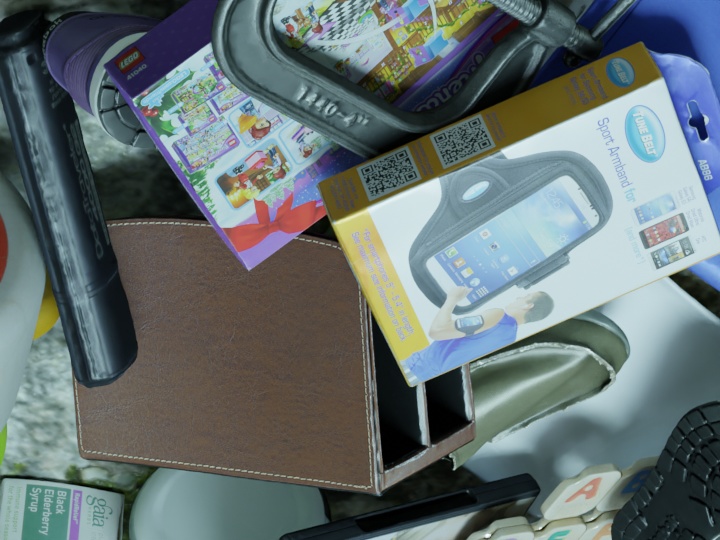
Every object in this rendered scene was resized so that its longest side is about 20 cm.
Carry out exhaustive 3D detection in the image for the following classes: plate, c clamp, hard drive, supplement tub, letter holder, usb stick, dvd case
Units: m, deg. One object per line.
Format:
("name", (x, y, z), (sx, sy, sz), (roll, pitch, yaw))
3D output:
("plate", (0.118, 0.053, 1.732), (0.200, 0.032, 0.200), (-30, 130, 30))
("c clamp", (0.033, -0.127, 1.435), (0.200, 0.027, 0.171), (20, 116, -33))
("hard drive", (0.180, -0.073, 1.532), (0.200, 0.025, 0.132), (34, 100, -23))
("supplement tub", (-0.078, 0.208, 1.842), (0.122, 0.123, 0.200), (0, 138, -1))
("letter holder", (-0.052, 0.030, 1.616), (0.200, 0.101, 0.142), (4, 107, 33))
("usb stick", (-0.154, -0.035, 1.555), (0.033, 0.055, 0.200), (-7, 111, 16))
("dvd case", (0.004, 0.187, 1.760), (0.200, 0.018, 0.143), (-10, 143, -41))

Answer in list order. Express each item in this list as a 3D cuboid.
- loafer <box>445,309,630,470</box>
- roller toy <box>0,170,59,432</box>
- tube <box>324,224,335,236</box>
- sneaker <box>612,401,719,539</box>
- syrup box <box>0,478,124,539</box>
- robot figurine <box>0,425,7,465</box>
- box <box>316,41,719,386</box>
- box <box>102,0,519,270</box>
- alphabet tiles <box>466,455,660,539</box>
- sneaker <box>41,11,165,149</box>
("loafer", (0.061, 0.079, 1.685), (0.200, 0.070, 0.075), (-22, 134, 24))
("roller toy", (-0.264, 0.022, 1.584), (0.182, 0.200, 0.140), (23, 139, 2))
("tube", (0.000, 0.000, 1.664), (0.058, 0.052, 0.200), (-14, 154, -48))
("sneaker", (0.218, 0.111, 1.700), (0.088, 0.076, 0.200), (-27, 167, -32))
("syrup box", (-0.204, 0.223, 1.891), (0.081, 0.079, 0.200), (8, 138, -8))
("robot figurine", (-0.288, 0.108, 1.697), (0.200, 0.175, 0.116), (-32, 111, -10))
("box", (0.092, -0.031, 1.485), (0.200, 0.041, 0.119), (-23, 129, 4))
("box", (-0.011, -0.108, 1.475), (0.200, 0.039, 0.137), (-36, 134, -4))
("alphabet tiles", (0.132, 0.173, 1.820), (0.200, 0.015, 0.196), (-5, 146, -35))
("sneaker", (-0.074, -0.097, 1.542), (0.200, 0.088, 0.076), (16, 103, -43))
